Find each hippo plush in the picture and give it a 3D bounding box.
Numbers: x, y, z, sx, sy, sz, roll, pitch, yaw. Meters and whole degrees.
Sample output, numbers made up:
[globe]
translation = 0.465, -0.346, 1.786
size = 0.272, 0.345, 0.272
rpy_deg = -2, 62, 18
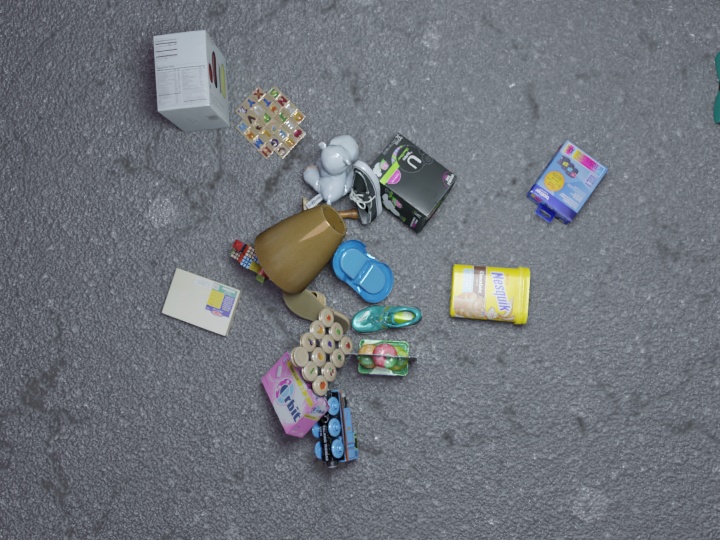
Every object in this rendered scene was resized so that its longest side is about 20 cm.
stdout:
[hippo plush]
translation = -0.082, -0.276, 1.600
size = 0.158, 0.162, 0.200
rpy_deg = 28, 53, 19

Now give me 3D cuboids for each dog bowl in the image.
[dog bowl]
translation = 0.000, 0.000, 1.620
size = 0.199, 0.049, 0.112
rpy_deg = 40, 80, -25

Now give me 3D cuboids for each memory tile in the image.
[memory tile]
translation = -0.095, 0.208, 1.579
size = 0.017, 0.201, 0.154
rpy_deg = -15, 118, 39

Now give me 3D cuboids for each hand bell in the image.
[hand bell]
translation = -0.059, -0.152, 1.673
size = 0.196, 0.104, 0.106
rpy_deg = -3, 86, -8

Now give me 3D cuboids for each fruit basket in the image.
[fruit basket]
translation = 0.056, 0.229, 1.568
size = 0.182, 0.200, 0.096
rpy_deg = 2, 86, 4

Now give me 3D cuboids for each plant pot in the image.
[plant pot]
translation = -0.136, -0.073, 1.544
size = 0.199, 0.186, 0.188
rpy_deg = -36, 84, 26

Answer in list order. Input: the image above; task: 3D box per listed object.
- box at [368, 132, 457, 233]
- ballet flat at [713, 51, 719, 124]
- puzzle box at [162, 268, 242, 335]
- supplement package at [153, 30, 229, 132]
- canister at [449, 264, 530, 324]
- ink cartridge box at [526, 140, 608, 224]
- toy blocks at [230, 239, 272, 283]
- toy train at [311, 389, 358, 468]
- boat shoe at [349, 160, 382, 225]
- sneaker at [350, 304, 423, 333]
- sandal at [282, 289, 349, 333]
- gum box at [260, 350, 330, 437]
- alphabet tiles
[box]
translation = 0.128, -0.230, 1.614
size = 0.199, 0.124, 0.149
rpy_deg = 38, 73, 6
[ballet flat]
translation = 0.976, -0.484, 1.602
size = 0.067, 0.068, 0.204
rpy_deg = 5, 87, -3
[puzzle box]
translation = -0.444, 0.088, 1.708
size = 0.197, 0.025, 0.135
rpy_deg = 19, 88, 6
[supplement package]
translation = -0.455, -0.510, 1.663
size = 0.144, 0.191, 0.204
rpy_deg = -5, 87, 4
[canister]
translation = 0.339, 0.061, 1.612
size = 0.196, 0.087, 0.151
rpy_deg = 4, 86, 7
[ink cartridge box]
translation = 0.537, -0.219, 1.619
size = 0.136, 0.076, 0.201
rpy_deg = 36, 91, 6
[toy blocks]
translation = -0.275, -0.024, 1.644
size = 0.198, 0.137, 0.101
rpy_deg = 30, 89, 6
[toy train]
translation = -0.068, 0.413, 1.610
size = 0.086, 0.114, 0.204
rpy_deg = -14, 77, 34
[boat shoe]
translation = 0.006, -0.195, 1.580
size = 0.073, 0.200, 0.068
rpy_deg = 32, 66, 24
[sneaker]
translation = 0.069, 0.125, 1.634
size = 0.196, 0.080, 0.079
rpy_deg = -9, 86, 5
[sandal]
translation = -0.121, 0.095, 1.665
size = 0.210, 0.070, 0.078
rpy_deg = 33, 113, -14
[gum box]
translation = -0.175, 0.318, 1.597
size = 0.114, 0.066, 0.201
rpy_deg = -47, 48, 11
[alphabet tiles]
translation = -0.256, -0.421, 1.733
size = 0.200, 0.006, 0.166
rpy_deg = 45, 90, 6
